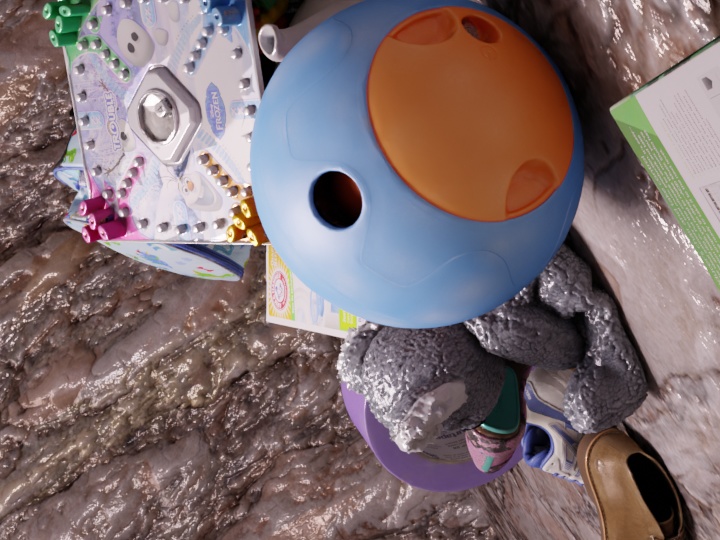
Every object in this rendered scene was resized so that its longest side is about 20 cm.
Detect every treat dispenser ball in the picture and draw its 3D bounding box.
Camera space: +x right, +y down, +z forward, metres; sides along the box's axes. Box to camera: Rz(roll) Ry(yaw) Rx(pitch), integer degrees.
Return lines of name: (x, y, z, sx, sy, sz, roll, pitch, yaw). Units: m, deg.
treat dispenser ball: (0.034, -0.066, 0.755, 0.201, 0.201, 0.201, 58, 174, 9)

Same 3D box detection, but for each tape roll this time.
tape roll: (0.087, 0.112, 1.243, 0.200, 0.200, 0.085, 61, 175, -24)

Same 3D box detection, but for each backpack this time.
backpack: (-0.145, -0.072, 1.097, 0.200, 0.147, 0.183, 4, 165, 34)

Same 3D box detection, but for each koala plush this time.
koala plush: (0.083, 0.055, 0.973, 0.184, 0.200, 0.177, 62, 174, -30)

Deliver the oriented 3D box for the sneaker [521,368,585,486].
sneaker: (0.193, 0.162, 1.171, 0.200, 0.088, 0.075, 61, 172, -32)

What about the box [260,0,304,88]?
box: (-0.096, -0.234, 1.166, 0.148, 0.104, 0.200, 86, 174, -75)

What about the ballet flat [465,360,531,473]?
ballet flat: (0.117, 0.094, 1.102, 0.200, 0.069, 0.071, -77, 3, -48)

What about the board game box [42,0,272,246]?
board game box: (-0.155, -0.116, 0.952, 0.200, 0.026, 0.200, 2, 106, 36)

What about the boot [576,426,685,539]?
boot: (0.258, 0.234, 1.108, 0.200, 0.074, 0.075, 63, 163, -18)

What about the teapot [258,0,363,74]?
teapot: (-0.002, -0.135, 0.993, 0.200, 0.146, 0.197, 60, 175, -19)

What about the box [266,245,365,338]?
box: (0.000, 0.000, 1.137, 0.200, 0.101, 0.113, 7, 98, 60)

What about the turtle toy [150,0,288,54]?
turtle toy: (-0.099, -0.228, 0.998, 0.101, 0.146, 0.200, 40, 150, -5)

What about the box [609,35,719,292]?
box: (0.180, -0.033, 0.522, 0.144, 0.036, 0.200, 59, 173, 0)
